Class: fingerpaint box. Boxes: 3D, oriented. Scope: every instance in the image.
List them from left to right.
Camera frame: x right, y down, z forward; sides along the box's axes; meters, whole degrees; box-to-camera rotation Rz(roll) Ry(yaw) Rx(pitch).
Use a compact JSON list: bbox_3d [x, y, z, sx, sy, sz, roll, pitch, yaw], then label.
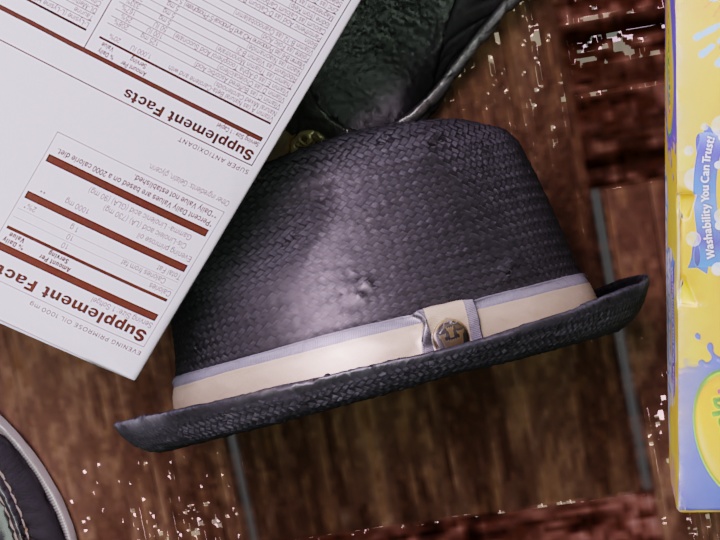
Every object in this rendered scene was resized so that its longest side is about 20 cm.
[{"bbox_3d":[0.197,-0.016,0.826,0.166,0.073,0.201,-2,101,6],"label":"fingerpaint box"}]

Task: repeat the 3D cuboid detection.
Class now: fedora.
[{"bbox_3d":[0.000,0.000,0.804,0.200,0.201,0.092,-15,87,9],"label":"fedora"}]

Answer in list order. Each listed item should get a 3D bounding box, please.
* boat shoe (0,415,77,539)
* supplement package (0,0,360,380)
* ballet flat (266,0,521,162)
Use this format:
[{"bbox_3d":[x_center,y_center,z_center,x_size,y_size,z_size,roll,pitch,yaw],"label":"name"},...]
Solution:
[{"bbox_3d":[-0.152,0.151,0.907,0.074,0.060,0.201,-10,101,9],"label":"boat shoe"},{"bbox_3d":[-0.102,-0.110,0.761,0.147,0.191,0.200,26,105,-22],"label":"supplement package"},{"bbox_3d":[0.022,-0.102,0.833,0.066,0.057,0.200,38,108,-6],"label":"ballet flat"}]
